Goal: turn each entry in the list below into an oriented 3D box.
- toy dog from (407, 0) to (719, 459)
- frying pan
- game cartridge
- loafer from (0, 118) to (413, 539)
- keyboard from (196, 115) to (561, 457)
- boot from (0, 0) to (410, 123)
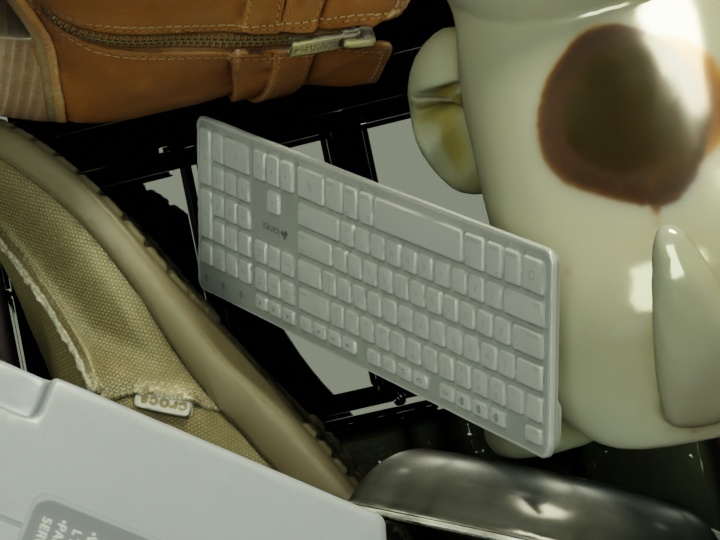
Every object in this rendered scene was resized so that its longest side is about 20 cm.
[{"bbox_3d":[0.066,-0.054,0.793,0.139,0.194,0.200,-14,91,18],"label":"toy dog"},{"bbox_3d":[0.087,0.080,0.796,0.190,0.115,0.031,12,85,1],"label":"frying pan"},{"bbox_3d":[-0.069,0.136,0.706,0.133,0.040,0.200,23,68,-7],"label":"game cartridge"},{"bbox_3d":[-0.069,0.034,0.865,0.067,0.076,0.200,-43,79,-2],"label":"loafer"},{"bbox_3d":[0.000,0.000,0.812,0.011,0.200,0.056,-15,110,-27],"label":"keyboard"},{"bbox_3d":[-0.052,-0.111,0.807,0.155,0.200,0.074,-2,65,-13],"label":"boot"}]
